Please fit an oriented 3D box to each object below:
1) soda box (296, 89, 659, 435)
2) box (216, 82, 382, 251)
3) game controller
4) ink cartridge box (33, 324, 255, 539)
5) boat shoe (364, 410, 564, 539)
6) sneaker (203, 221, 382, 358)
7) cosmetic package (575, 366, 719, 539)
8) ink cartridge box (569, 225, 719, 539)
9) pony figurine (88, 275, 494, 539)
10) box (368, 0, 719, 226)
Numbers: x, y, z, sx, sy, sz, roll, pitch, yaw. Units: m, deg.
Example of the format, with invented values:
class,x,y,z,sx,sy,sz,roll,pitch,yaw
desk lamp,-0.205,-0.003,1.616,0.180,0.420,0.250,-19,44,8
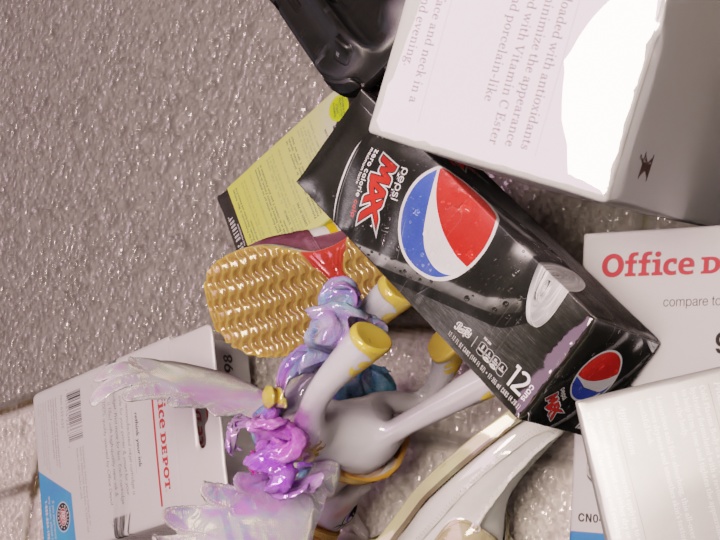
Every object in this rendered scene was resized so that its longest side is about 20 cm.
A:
class,x,y,z,sx,sy,sz,roll,pitch,yaw
soda box,0.056,-0.006,0.906,0.063,0.071,0.200,-54,53,14
box,-0.001,-0.068,1.100,0.200,0.050,0.076,-41,57,31
game controller,-0.007,-0.185,1.101,0.104,0.042,0.200,-39,39,7
ink cartridge box,-0.128,0.114,1.164,0.199,0.066,0.117,-22,69,43
boat shoe,0.055,0.150,1.006,0.068,0.075,0.200,48,114,14
sneaker,0.000,0.000,1.062,0.199,0.090,0.075,-15,93,34
cosmetic package,0.200,0.084,0.765,0.199,0.090,0.107,-12,81,7
ink cartridge box,0.184,0.080,0.882,0.144,0.084,0.201,-3,81,41
pony figurine,-0.030,0.091,0.992,0.200,0.192,0.167,-50,43,32
box,0.124,-0.134,0.878,0.130,0.200,0.200,18,95,26
